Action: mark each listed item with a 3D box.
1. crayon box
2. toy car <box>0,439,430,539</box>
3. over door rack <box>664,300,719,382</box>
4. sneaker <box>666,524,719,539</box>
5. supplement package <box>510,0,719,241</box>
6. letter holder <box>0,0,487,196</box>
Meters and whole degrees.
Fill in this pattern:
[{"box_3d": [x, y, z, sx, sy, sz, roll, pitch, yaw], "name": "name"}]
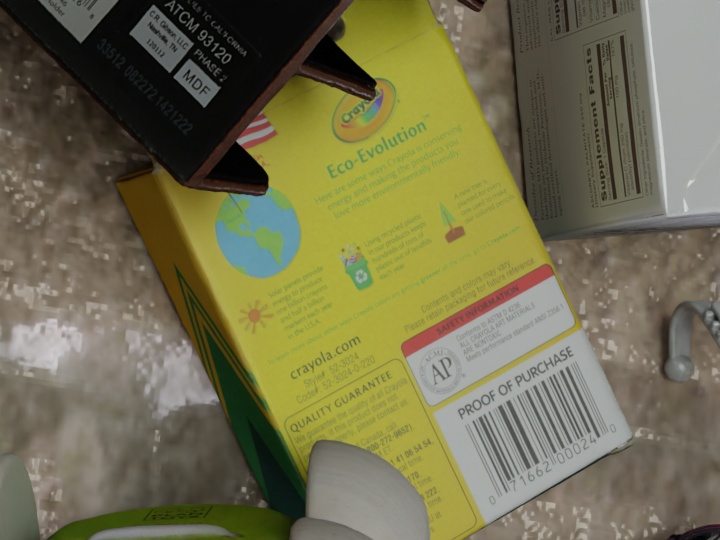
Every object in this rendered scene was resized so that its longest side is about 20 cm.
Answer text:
[{"box_3d": [0.000, 0.000, 0.898, 0.126, 0.051, 0.201, -27, 96, -22], "name": "crayon box"}, {"box_3d": [-0.063, 0.141, 0.786, 0.173, 0.200, 0.151, -3, 102, 3], "name": "toy car"}, {"box_3d": [0.217, 0.075, 0.920, 0.147, 0.200, 0.067, -5, 122, -24], "name": "over door rack"}, {"box_3d": [0.116, 0.128, 0.927, 0.199, 0.081, 0.075, 10, 65, -28], "name": "sneaker"}, {"box_3d": [0.144, -0.119, 0.936, 0.155, 0.111, 0.202, -4, 88, -22], "name": "supplement package"}, {"box_3d": [-0.070, -0.126, 0.835, 0.200, 0.142, 0.101, 44, 100, 14], "name": "letter holder"}]
